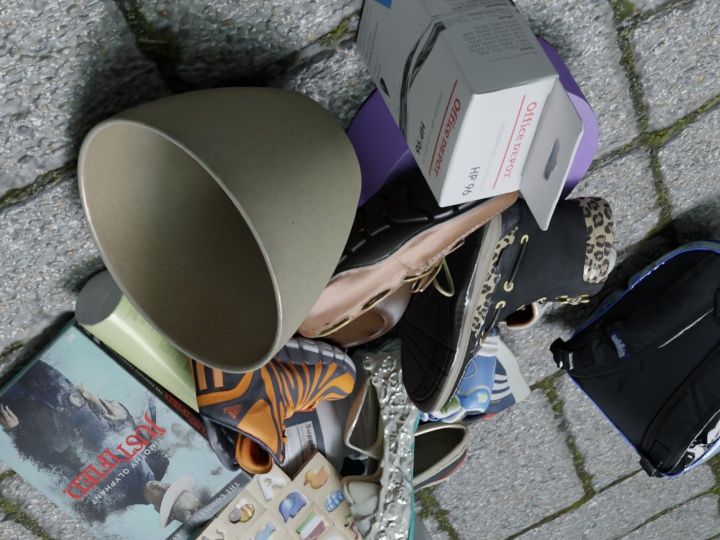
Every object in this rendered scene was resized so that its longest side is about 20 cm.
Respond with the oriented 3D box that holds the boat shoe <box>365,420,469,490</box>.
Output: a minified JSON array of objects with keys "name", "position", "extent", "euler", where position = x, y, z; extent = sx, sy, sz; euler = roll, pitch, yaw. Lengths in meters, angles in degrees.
[{"name":"boat shoe","position":[0.019,0.201,1.785],"extent":[0.198,0.072,0.063],"euler":[-18,159,-23]}]

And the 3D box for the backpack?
[{"name":"backpack","position":[0.322,0.073,1.738],"extent":[0.200,0.183,0.147],"euler":[-45,167,21]}]

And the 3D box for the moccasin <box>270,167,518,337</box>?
[{"name":"moccasin","position":[0.032,-0.015,1.348],"extent":[0.201,0.074,0.078],"euler":[-36,135,-2]}]

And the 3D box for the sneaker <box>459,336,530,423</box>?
[{"name":"sneaker","position":[0.102,0.093,1.692],"extent":[0.084,0.075,0.200],"euler":[-32,148,0]}]

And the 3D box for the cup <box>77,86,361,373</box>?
[{"name":"cup","position":[-0.082,-0.050,1.273],"extent":[0.143,0.200,0.201],"euler":[-38,158,-35]}]

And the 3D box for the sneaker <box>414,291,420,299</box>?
[{"name":"sneaker","position":[0.000,0.000,1.487],"extent":[0.083,0.072,0.199],"euler":[-41,146,24]}]

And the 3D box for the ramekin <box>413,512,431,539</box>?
[{"name":"ramekin","position":[-0.017,0.307,1.801],"extent":[0.199,0.201,0.098],"euler":[-16,139,-17]}]

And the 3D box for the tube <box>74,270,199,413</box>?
[{"name":"tube","position":[-0.151,0.071,1.456],"extent":[0.200,0.052,0.058],"euler":[42,71,-44]}]

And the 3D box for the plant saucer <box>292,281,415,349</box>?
[{"name":"plant saucer","position":[-0.051,0.034,1.461],"extent":[0.198,0.032,0.200],"euler":[-4,161,-1]}]

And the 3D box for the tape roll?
[{"name":"tape roll","position":[0.087,-0.094,1.424],"extent":[0.198,0.066,0.201],"euler":[-20,147,-13]}]

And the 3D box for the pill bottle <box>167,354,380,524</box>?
[{"name":"pill bottle","position":[-0.079,0.143,1.587],"extent":[0.198,0.120,0.120],"euler":[-15,146,-19]}]

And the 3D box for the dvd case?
[{"name":"dvd case","position":[-0.205,0.147,1.481],"extent":[0.200,0.022,0.146],"euler":[42,113,-16]}]

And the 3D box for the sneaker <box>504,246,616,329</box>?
[{"name":"sneaker","position":[0.158,0.017,1.619],"extent":[0.198,0.085,0.073],"euler":[-7,141,-31]}]

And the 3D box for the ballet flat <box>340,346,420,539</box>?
[{"name":"ballet flat","position":[0.014,0.163,1.542],"extent":[0.071,0.202,0.072],"euler":[6,178,0]}]

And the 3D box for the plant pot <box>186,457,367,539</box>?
[{"name":"plant pot","position":[-0.076,0.264,1.654],"extent":[0.198,0.136,0.200],"euler":[-11,-171,2]}]

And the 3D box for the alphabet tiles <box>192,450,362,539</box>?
[{"name":"alphabet tiles","position":[-0.057,0.256,1.553],"extent":[0.167,0.006,0.200],"euler":[-47,125,-10]}]

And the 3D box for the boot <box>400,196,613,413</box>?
[{"name":"boot","position":[0.120,0.022,1.465],"extent":[0.149,0.073,0.202],"euler":[-6,122,-35]}]

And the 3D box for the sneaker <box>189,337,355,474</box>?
[{"name":"sneaker","position":[-0.072,0.113,1.461],"extent":[0.077,0.113,0.199],"euler":[-16,160,34]}]

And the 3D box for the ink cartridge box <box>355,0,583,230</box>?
[{"name":"ink cartridge box","position":[0.071,-0.129,1.233],"extent":[0.067,0.201,0.117],"euler":[-13,146,-21]}]

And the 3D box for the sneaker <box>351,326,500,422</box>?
[{"name":"sneaker","position":[0.051,0.099,1.610],"extent":[0.075,0.078,0.200],"euler":[7,165,-29]}]
